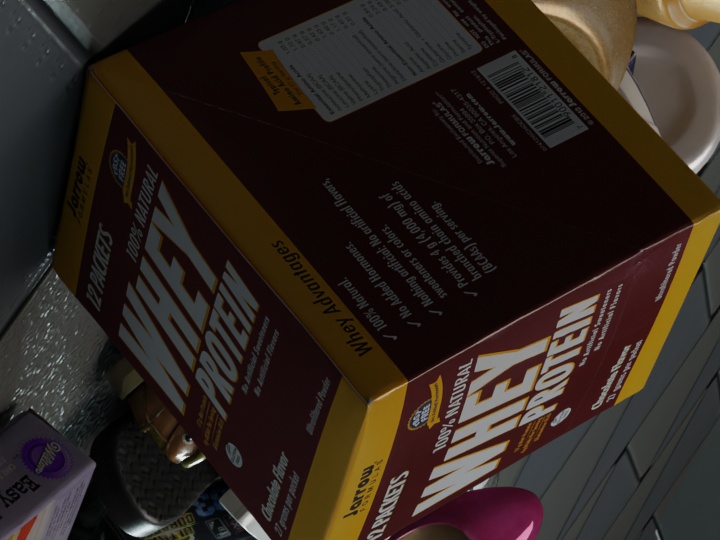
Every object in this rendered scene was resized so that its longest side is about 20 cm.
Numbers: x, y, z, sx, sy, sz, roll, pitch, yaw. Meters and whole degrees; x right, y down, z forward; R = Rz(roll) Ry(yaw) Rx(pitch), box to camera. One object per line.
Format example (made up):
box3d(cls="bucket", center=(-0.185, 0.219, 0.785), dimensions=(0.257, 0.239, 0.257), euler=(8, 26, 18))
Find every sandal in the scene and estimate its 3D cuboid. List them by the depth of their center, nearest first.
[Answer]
box3d(cls="sandal", center=(-0.097, 0.089, 1.508), dimensions=(0.048, 0.076, 0.200), euler=(-24, 180, 26))

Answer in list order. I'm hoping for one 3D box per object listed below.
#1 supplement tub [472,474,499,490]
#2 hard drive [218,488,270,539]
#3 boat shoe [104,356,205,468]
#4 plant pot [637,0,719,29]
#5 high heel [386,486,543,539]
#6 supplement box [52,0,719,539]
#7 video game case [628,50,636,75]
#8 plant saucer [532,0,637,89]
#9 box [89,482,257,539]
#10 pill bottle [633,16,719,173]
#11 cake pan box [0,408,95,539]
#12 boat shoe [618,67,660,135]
box3d(cls="supplement tub", center=(0.031, 0.100, 1.834), dimensions=(0.123, 0.122, 0.200), euler=(-52, 165, -15))
box3d(cls="hard drive", center=(0.024, 0.079, 1.531), dimensions=(0.200, 0.026, 0.132), euler=(-45, 149, -2))
box3d(cls="boat shoe", center=(-0.033, 0.022, 1.395), dimensions=(0.200, 0.068, 0.072), euler=(-37, 178, 27))
box3d(cls="plant pot", center=(0.263, -0.217, 1.692), dimensions=(0.200, 0.183, 0.201), euler=(-46, 152, -33))
box3d(cls="high heel", center=(0.022, 0.180, 1.606), dimensions=(0.199, 0.068, 0.096), euler=(-24, 180, -9))
box3d(cls="supplement box", center=(0.007, -0.014, 1.224), dimensions=(0.199, 0.197, 0.133), euler=(-27, 153, -30))
box3d(cls="video game case", center=(0.089, -0.008, 1.620), dimensions=(0.181, 0.036, 0.201), euler=(-48, 156, -38))
box3d(cls="plant saucer", center=(0.051, -0.087, 1.405), dimensions=(0.199, 0.036, 0.201), euler=(-14, 141, -12))
box3d(cls="box", center=(-0.097, 0.191, 1.613), dimensions=(0.199, 0.050, 0.199), euler=(-14, 145, -45))
box3d(cls="pill bottle", center=(0.163, -0.084, 1.856), dimensions=(0.112, 0.112, 0.200), euler=(-52, 178, -15))
box3d(cls="cake pan box", center=(-0.216, 0.184, 1.323), dimensions=(0.184, 0.052, 0.201), euler=(-37, 158, -49))
box3d(cls="boat shoe", center=(0.119, -0.114, 1.528), dimensions=(0.074, 0.201, 0.093), euler=(-19, -167, 29))
